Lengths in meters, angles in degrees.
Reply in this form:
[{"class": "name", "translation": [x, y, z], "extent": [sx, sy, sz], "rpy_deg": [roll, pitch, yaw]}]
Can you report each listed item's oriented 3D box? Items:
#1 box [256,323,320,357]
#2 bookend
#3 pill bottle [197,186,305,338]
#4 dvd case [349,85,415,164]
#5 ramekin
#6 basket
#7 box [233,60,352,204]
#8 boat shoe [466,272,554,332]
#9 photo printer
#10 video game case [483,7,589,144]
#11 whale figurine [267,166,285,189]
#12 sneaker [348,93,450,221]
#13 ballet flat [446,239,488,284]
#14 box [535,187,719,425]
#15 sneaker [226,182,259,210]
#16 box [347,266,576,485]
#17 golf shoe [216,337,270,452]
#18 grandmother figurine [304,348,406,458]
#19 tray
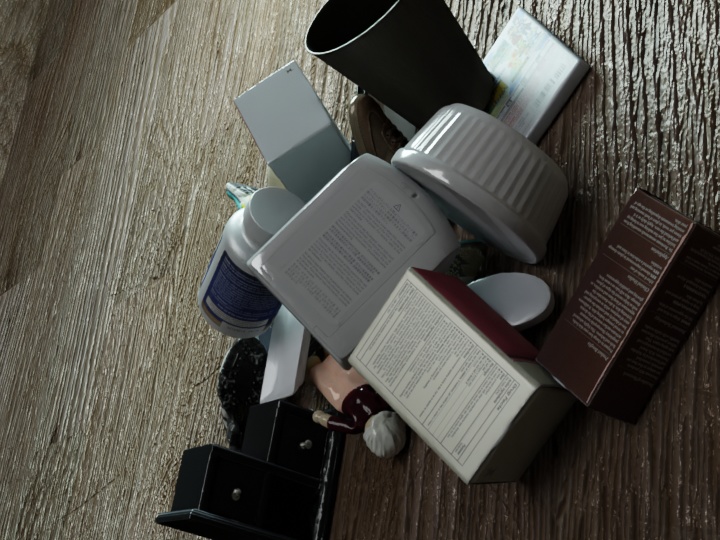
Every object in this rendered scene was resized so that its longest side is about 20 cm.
[{"class": "box", "translation": [-0.099, 0.035, 1.710], "extent": [0.200, 0.051, 0.158], "rpy_deg": [-49, 62, 27]}, {"class": "bookend", "translation": [-0.131, 0.243, 1.535], "extent": [0.092, 0.198, 0.202], "rpy_deg": [-20, 52, 50]}, {"class": "pill bottle", "translation": [-0.134, -0.012, 1.572], "extent": [0.201, 0.110, 0.112], "rpy_deg": [120, 153, -45]}, {"class": "dvd case", "translation": [0.032, -0.168, 1.606], "extent": [0.017, 0.143, 0.202], "rpy_deg": [-12, 54, 26]}, {"class": "ramekin", "translation": [0.140, -0.101, 1.353], "extent": [0.095, 0.202, 0.202], "rpy_deg": [-55, 31, -3]}, {"class": "basket", "translation": [0.061, -0.266, 1.507], "extent": [0.179, 0.200, 0.137], "rpy_deg": [-27, 40, 30]}, {"class": "box", "translation": [-0.065, -0.153, 1.591], "extent": [0.097, 0.200, 0.125], "rpy_deg": [-32, 56, 3]}, {"class": "boat shoe", "translation": [0.135, 0.060, 1.370], "extent": [0.199, 0.066, 0.073], "rpy_deg": [-20, 52, 29]}, {"class": "photo printer", "translation": [-0.001, -0.018, 1.344], "extent": [0.200, 0.166, 0.069], "rpy_deg": [-45, -11, -6]}, {"class": "video game case", "translation": [0.183, -0.208, 1.515], "extent": [0.201, 0.022, 0.183], "rpy_deg": [-57, 32, 19]}, {"class": "whale figurine", "translation": [-0.066, -0.096, 1.778], "extent": [0.158, 0.103, 0.202], "rpy_deg": [4, 96, 37]}, {"class": "sneaker", "translation": [0.054, -0.137, 1.530], "extent": [0.075, 0.201, 0.071], "rpy_deg": [-13, 26, 28]}, {"class": "ballet flat", "translation": [0.095, 0.005, 1.483], "extent": [0.199, 0.067, 0.076], "rpy_deg": [-6, 87, 62]}, {"class": "box", "translation": [0.265, 0.035, 1.177], "extent": [0.201, 0.075, 0.100], "rpy_deg": [-59, 32, 9]}, {"class": "sneaker", "translation": [-0.175, -0.085, 1.949], "extent": [0.080, 0.077, 0.200], "rpy_deg": [-67, 29, 17]}, {"class": "box", "translation": [0.107, 0.109, 1.268], "extent": [0.200, 0.109, 0.128], "rpy_deg": [44, 108, 31]}, {"class": "golf shoe", "translation": [-0.167, 0.166, 1.694], "extent": [0.095, 0.077, 0.202], "rpy_deg": [-118, 28, -56]}, {"class": "grandmother figurine", "translation": [0.000, 0.161, 1.516], "extent": [0.121, 0.061, 0.200], "rpy_deg": [-43, 39, 1]}, {"class": "tray", "translation": [-0.087, 0.076, 1.605], "extent": [0.107, 0.022, 0.202], "rpy_deg": [-26, 51, 57]}]
